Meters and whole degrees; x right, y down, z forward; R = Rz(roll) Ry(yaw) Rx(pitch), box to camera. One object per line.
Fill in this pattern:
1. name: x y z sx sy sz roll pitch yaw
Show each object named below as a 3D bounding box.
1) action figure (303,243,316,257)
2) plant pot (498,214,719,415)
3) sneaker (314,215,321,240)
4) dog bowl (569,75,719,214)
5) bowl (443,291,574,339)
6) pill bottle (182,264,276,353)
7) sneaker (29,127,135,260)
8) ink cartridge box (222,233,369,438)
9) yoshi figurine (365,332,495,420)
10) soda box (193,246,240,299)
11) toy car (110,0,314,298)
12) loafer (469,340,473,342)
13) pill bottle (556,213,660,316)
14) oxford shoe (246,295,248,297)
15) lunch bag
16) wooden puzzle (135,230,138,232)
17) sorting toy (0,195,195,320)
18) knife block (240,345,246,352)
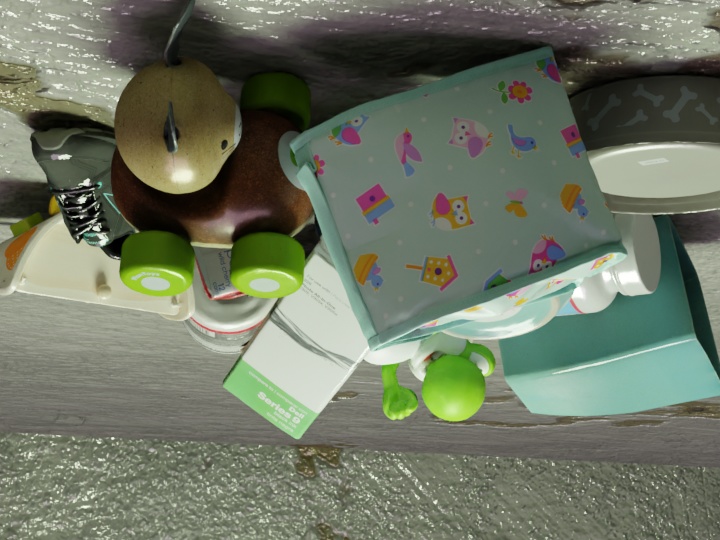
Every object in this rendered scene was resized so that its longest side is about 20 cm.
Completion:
1. action figure: 0.003 0.003 1.697 0.129 0.070 0.200 -10 168 15
2. plant pot: 0.243 0.061 1.600 0.198 0.143 0.141 -17 147 17
3. sneaker: 0.000 0.000 1.539 0.076 0.076 0.201 -11 142 -9
4. dog bowl: 0.241 -0.098 1.257 0.198 0.059 0.200 0 166 0
5. bowl: 0.111 -0.012 1.373 0.198 0.106 0.201 -3 151 -1
6. pill bottle: -0.140 0.027 1.700 0.109 0.112 0.200 2 167 -4
7. sneaker: -0.229 -0.067 1.381 0.075 0.080 0.200 -2 165 13
8. ink cartridge box: -0.013 0.020 1.273 0.084 0.146 0.200 37 138 0
9. yoshi figurine: 0.043 0.079 1.471 0.198 0.113 0.112 20 164 -24
10. soda box: -0.094 -0.014 1.333 0.069 0.064 0.200 -17 180 1
11. toy car: -0.108 -0.096 1.114 0.156 0.166 0.200 1 154 2
12. loafer: 0.100 0.024 1.685 0.071 0.063 0.200 29 161 20
13. pill bottle: 0.180 -0.010 1.523 0.198 0.110 0.109 -7 165 28
14. oxford shoe: -0.117 -0.049 1.510 0.084 0.073 0.200 -30 154 7
15. lunch bag: 0.063 -0.046 1.137 0.198 0.172 0.122 -18 172 -17
16. wooden puzzle: -0.069 -0.075 1.338 0.199 0.038 0.184 -16 179 -36
17. sorting toy: -0.290 -0.014 1.591 0.199 0.108 0.179 10 171 -36
18. knife block: -0.030 0.072 1.701 0.175 0.064 0.200 -21 171 -38
